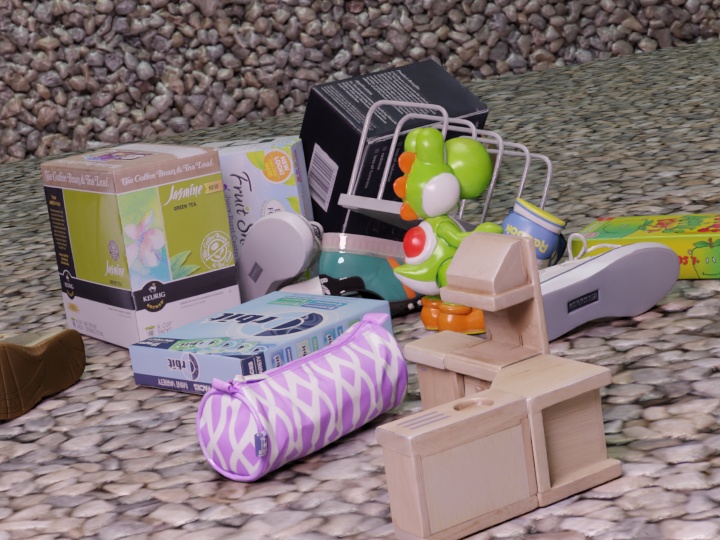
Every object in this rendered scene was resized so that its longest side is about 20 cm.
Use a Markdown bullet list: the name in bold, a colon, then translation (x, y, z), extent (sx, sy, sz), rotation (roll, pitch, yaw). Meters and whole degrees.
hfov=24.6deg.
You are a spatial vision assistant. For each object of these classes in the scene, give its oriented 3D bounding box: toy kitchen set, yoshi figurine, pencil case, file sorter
- **toy kitchen set**: translation (0.053, 0.074, 1.190), extent (0.179, 0.165, 0.199), rotation (-16, 13, -30)
- **yoshi figurine**: translation (0.097, -0.045, 1.624), extent (0.111, 0.203, 0.112), rotation (-4, 12, 23)
- **pencil case**: translation (-0.046, 0.101, 1.330), extent (0.083, 0.087, 0.199), rotation (0, 14, 39)
- **file sorter**: translation (0.103, -0.100, 1.859), extent (0.199, 0.126, 0.138), rotation (19, -5, -43)

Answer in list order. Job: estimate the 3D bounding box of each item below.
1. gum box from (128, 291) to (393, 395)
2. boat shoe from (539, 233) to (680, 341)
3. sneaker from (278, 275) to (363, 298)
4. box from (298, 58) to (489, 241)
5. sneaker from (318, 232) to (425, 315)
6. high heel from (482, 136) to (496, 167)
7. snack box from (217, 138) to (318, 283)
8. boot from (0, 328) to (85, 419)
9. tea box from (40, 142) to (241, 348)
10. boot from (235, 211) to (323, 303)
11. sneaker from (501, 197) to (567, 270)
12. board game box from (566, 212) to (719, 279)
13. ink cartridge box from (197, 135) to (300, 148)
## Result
- **gum box**: translation (-0.095, 0.070, 1.604), extent (0.169, 0.045, 0.199), rotation (4, 18, 45)
- **boat shoe**: translation (0.207, 0.011, 1.580), extent (0.200, 0.075, 0.086), rotation (-21, 33, -23)
- **sneaker**: translation (0.000, 0.000, 1.796), extent (0.198, 0.072, 0.073), rotation (-12, 12, -17)
- **box**: translation (0.027, -0.128, 2.002), extent (0.195, 0.202, 0.124), rotation (-16, 47, -36)
- **sneaker**: translation (0.047, 0.014, 1.731), extent (0.198, 0.081, 0.071), rotation (9, -5, -19)
- **high heel**: translation (0.120, -0.158, 2.435), extent (0.141, 0.072, 0.200), rotation (3, 24, 20)
- **snack box**: translation (-0.157, -0.058, 1.942), extent (0.197, 0.171, 0.068), rotation (-7, 12, 11)
- **boot**: translation (-0.381, 0.100, 1.607), extent (0.153, 0.073, 0.200), rotation (-2, 8, 25)
- **tea box**: translation (-0.241, -0.031, 1.811), extent (0.132, 0.199, 0.199), rotation (-16, 14, -31)
- **boot**: translation (-0.077, -0.031, 1.806), extent (0.095, 0.074, 0.200), rotation (-40, -1, -31)
- **sneaker**: translation (0.171, -0.019, 1.744), extent (0.073, 0.083, 0.200), rotation (25, -4, 11)
- **board game box**: translation (0.328, -0.025, 1.737), extent (0.198, 0.048, 0.101), rotation (-2, 13, 30)
- **ink cartridge box**: translation (-0.129, -0.093, 2.145), extent (0.198, 0.148, 0.084), rotation (-3, 14, 29)
